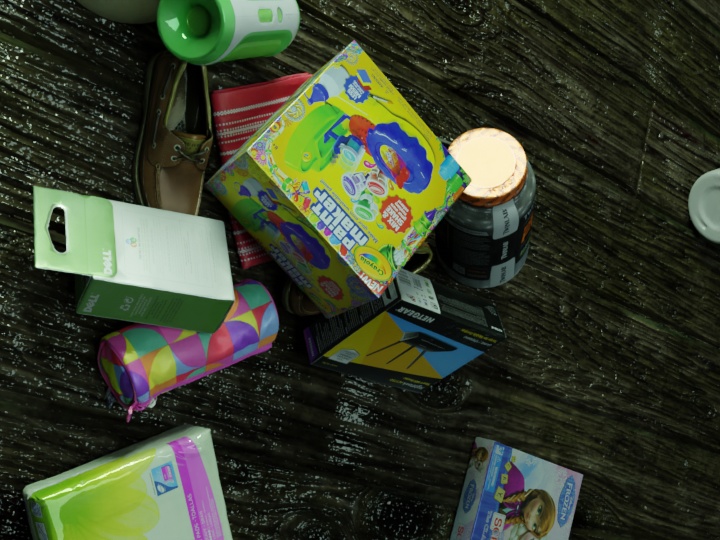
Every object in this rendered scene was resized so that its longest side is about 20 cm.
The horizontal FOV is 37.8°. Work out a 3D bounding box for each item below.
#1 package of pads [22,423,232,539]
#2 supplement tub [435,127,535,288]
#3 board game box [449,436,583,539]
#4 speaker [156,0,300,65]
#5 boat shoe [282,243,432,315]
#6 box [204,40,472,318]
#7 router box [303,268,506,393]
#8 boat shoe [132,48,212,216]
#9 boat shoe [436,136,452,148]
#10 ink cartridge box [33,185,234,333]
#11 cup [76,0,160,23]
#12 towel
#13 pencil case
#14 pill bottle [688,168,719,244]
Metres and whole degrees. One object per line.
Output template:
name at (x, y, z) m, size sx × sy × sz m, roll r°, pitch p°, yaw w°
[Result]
package of pads at (-0.231, 0.264, 1.072) m, size 0.198 × 0.068 × 0.157 m, roll -17°, pitch 101°, yaw -36°
supplement tub at (0.149, -0.075, 1.274) m, size 0.123 × 0.121 × 0.201 m, roll -58°, pitch 162°, yaw -22°
board game box at (0.211, 0.353, 1.445) m, size 0.198 × 0.041 × 0.203 m, roll 24°, pitch 77°, yaw -37°
speaker at (-0.129, -0.256, 1.072) m, size 0.200 × 0.087 × 0.090 m, roll -39°, pitch 119°, yaw -67°
boat shoe at (0.000, 0.000, 1.229) m, size 0.199 × 0.068 × 0.073 m, roll -31°, pitch 133°, yaw -32°
box at (-0.022, -0.094, 1.129) m, size 0.200 × 0.122 × 0.193 m, roll 47°, pitch 60°, yaw -12°
router box at (0.054, 0.074, 1.229) m, size 0.199 × 0.149 × 0.052 m, roll 20°, pitch 44°, yaw -44°
boat shoe at (-0.191, -0.131, 1.089) m, size 0.071 × 0.068 × 0.204 m, roll -5°, pitch 95°, yaw -38°
boat shoe at (0.079, -0.146, 1.312) m, size 0.198 × 0.057 × 0.068 m, roll 10°, pitch 86°, yaw -39°
ink cartridge box at (-0.228, -0.009, 1.031) m, size 0.197 × 0.059 × 0.105 m, roll 10°, pitch 48°, yaw -29°
cup at (-0.200, -0.356, 1.027) m, size 0.198 × 0.142 × 0.204 m, roll -1°, pitch 92°, yaw -39°
towel at (-0.094, -0.116, 1.198) m, size 0.143 × 0.022 × 0.203 m, roll -16°, pitch 102°, yaw -36°
pencil case at (-0.178, 0.079, 1.099) m, size 0.198 × 0.088 × 0.090 m, roll -26°, pitch 107°, yaw -35°
pill bottle at (0.641, -0.121, 1.724) m, size 0.198 × 0.119 × 0.122 m, roll -17°, pitch 102°, yaw -37°
